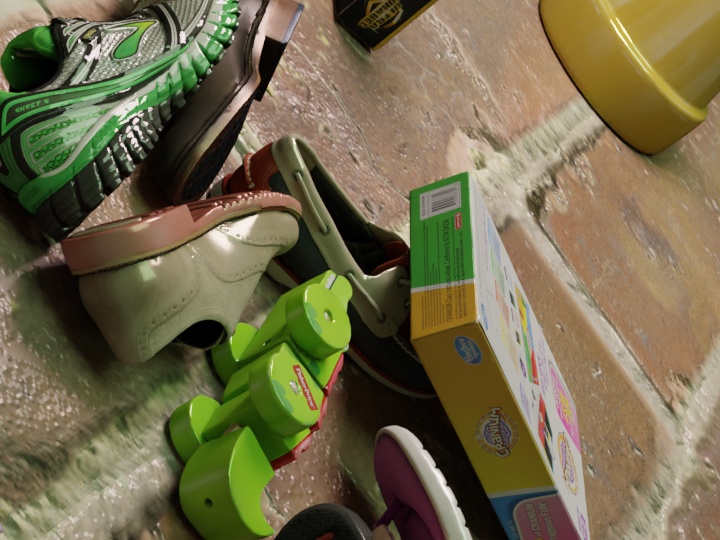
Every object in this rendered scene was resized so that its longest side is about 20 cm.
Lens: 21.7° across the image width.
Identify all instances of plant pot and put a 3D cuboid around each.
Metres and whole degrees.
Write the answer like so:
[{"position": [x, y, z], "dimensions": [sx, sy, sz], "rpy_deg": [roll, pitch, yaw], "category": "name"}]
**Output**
[{"position": [0.309, -0.247, 1.857], "dimensions": [0.201, 0.189, 0.201], "rpy_deg": [41, 27, -26], "category": "plant pot"}]

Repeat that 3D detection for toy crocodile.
[{"position": [-0.042, 0.061, 0.942], "dimensions": [0.062, 0.067, 0.200], "rpy_deg": [54, 25, -15], "category": "toy crocodile"}]

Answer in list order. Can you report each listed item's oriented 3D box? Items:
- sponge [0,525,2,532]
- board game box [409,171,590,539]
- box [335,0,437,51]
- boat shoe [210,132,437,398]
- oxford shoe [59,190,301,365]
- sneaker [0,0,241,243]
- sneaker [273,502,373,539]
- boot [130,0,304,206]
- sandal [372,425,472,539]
[{"position": [-0.213, 0.020, 0.721], "dimensions": [0.112, 0.030, 0.200], "rpy_deg": [14, 46, -56], "category": "sponge"}, {"position": [0.084, 0.064, 1.125], "dimensions": [0.153, 0.040, 0.200], "rpy_deg": [-88, 156, -55], "category": "board game box"}, {"position": [0.063, -0.279, 1.425], "dimensions": [0.049, 0.200, 0.160], "rpy_deg": [39, 27, -28], "category": "box"}, {"position": [0.000, 0.000, 1.106], "dimensions": [0.200, 0.063, 0.071], "rpy_deg": [44, 23, -25], "category": "boat shoe"}, {"position": [-0.084, 0.003, 0.961], "dimensions": [0.200, 0.071, 0.074], "rpy_deg": [-19, 96, -62], "category": "oxford shoe"}, {"position": [-0.127, -0.106, 0.954], "dimensions": [0.085, 0.078, 0.200], "rpy_deg": [44, 41, -12], "category": "sneaker"}, {"position": [0.007, 0.205, 0.859], "dimensions": [0.087, 0.074, 0.200], "rpy_deg": [39, 28, -61], "category": "sneaker"}, {"position": [-0.106, -0.113, 1.084], "dimensions": [0.097, 0.075, 0.200], "rpy_deg": [26, 37, -2], "category": "boot"}, {"position": [0.034, 0.170, 0.951], "dimensions": [0.050, 0.082, 0.203], "rpy_deg": [-12, 62, -17], "category": "sandal"}]
